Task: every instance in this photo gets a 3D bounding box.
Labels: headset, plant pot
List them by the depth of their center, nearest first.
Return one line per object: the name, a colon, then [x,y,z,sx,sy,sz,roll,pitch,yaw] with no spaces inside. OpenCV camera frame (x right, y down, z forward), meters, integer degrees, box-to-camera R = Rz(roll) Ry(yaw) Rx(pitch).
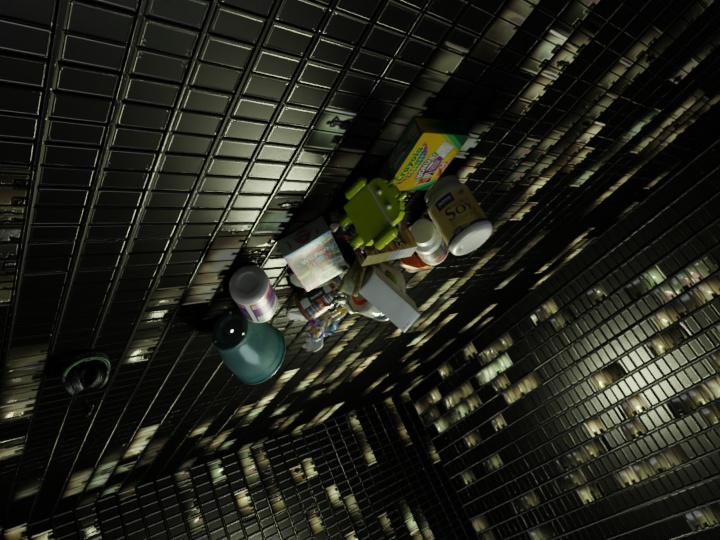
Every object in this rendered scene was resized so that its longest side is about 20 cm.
headset: [-0.759,0.310,1.447,0.121,0.095,0.203,-8,137,-39]
plant pot: [-0.361,0.223,1.632,0.197,0.203,0.189,-29,142,3]

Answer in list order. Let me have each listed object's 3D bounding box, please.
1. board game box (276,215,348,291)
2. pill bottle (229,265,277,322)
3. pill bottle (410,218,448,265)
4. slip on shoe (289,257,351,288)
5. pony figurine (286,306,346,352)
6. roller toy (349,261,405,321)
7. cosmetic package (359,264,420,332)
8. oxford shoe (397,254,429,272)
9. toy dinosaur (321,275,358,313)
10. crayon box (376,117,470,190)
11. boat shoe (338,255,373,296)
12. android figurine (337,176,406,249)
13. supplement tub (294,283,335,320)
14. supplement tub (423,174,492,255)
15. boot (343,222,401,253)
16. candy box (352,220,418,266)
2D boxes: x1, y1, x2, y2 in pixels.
board game box: [-0.131,-0.042,1.469,0.145,0.065,0.201,-29,146,-2]
pill bottle: [-0.298,0.076,1.486,0.110,0.114,0.201,-24,157,-10]
pill bottle: [0.226,-0.098,1.745,0.109,0.113,0.200,-32,156,8]
slip on shoe: [-0.122,0.005,1.612,0.194,0.062,0.076,-13,127,-9]
pony figurine: [-0.143,0.175,1.807,0.191,0.169,0.200,-20,-161,49]
roller toy: [0.059,0.068,1.762,0.137,0.201,0.185,22,109,-33]
cosmetic package: [0.082,0.082,1.599,0.081,0.199,0.113,-45,-163,9]
oxford shoe: [0.183,-0.020,1.907,0.072,0.073,0.198,-35,157,28]
toy dinosaur: [-0.071,0.095,1.628,0.087,0.048,0.202,-30,133,-4]
crayon box: [0.159,-0.293,1.345,0.169,0.059,0.201,-10,150,-38]
boat shoe: [0.000,0.000,1.557,0.202,0.061,0.074,-58,173,-39]
android figurine: [0.033,-0.151,1.330,0.198,0.185,0.041,-37,164,25]
supplement tub: [-0.111,0.068,1.694,0.198,0.109,0.107,-35,156,12]
supplement tub: [0.288,-0.166,1.566,0.142,0.203,0.146,-24,157,-11]
boot: [0.035,-0.118,1.468,0.152,0.072,0.200,-54,153,-7]
candy box: [0.066,-0.090,1.569,0.196,0.117,0.056,-12,154,-34]
